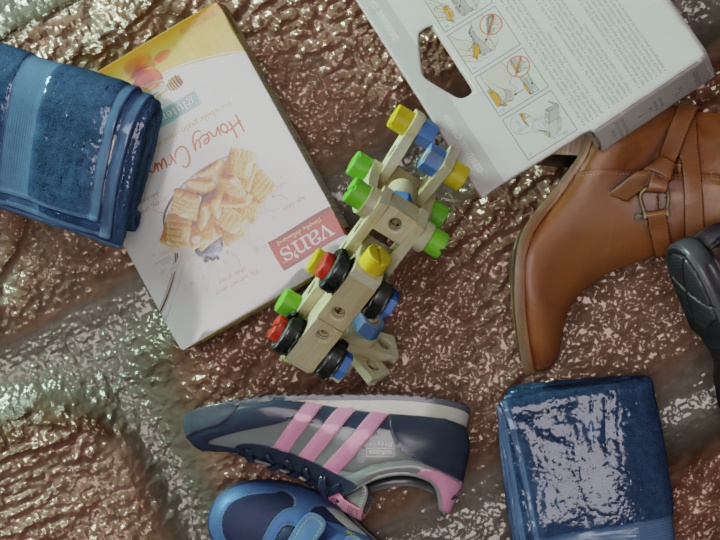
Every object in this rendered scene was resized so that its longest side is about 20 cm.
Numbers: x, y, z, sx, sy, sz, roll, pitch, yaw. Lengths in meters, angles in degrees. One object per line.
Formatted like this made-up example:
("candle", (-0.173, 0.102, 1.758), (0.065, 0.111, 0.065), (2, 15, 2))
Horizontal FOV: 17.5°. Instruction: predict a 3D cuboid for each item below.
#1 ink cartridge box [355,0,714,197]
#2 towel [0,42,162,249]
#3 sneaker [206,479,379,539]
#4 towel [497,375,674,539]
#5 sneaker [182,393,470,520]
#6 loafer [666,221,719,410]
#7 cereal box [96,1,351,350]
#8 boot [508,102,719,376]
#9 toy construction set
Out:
("ink cartridge box", (0.111, -0.165, 1.575), (0.176, 0.045, 0.200), (-33, 67, 4))
("towel", (-0.236, -0.096, 1.612), (0.199, 0.049, 0.112), (18, 105, 19))
("sneaker", (-0.016, 0.205, 1.599), (0.199, 0.082, 0.074), (28, 94, 7))
("towel", (0.158, 0.173, 1.590), (0.111, 0.049, 0.201), (-7, 89, 5))
("sneaker", (-0.025, 0.128, 1.601), (0.199, 0.070, 0.082), (-1, 76, 7))
("loafer", (0.269, 0.060, 1.563), (0.063, 0.072, 0.201), (-28, 106, -15))
("cereal box", (-0.109, -0.065, 1.630), (0.143, 0.040, 0.201), (-30, 87, 7))
("boot", (0.180, -0.022, 1.586), (0.154, 0.074, 0.201), (5, 93, 2))
("toy construction set", (0.000, 0.000, 1.546), (0.092, 0.131, 0.201), (19, 126, -1))
